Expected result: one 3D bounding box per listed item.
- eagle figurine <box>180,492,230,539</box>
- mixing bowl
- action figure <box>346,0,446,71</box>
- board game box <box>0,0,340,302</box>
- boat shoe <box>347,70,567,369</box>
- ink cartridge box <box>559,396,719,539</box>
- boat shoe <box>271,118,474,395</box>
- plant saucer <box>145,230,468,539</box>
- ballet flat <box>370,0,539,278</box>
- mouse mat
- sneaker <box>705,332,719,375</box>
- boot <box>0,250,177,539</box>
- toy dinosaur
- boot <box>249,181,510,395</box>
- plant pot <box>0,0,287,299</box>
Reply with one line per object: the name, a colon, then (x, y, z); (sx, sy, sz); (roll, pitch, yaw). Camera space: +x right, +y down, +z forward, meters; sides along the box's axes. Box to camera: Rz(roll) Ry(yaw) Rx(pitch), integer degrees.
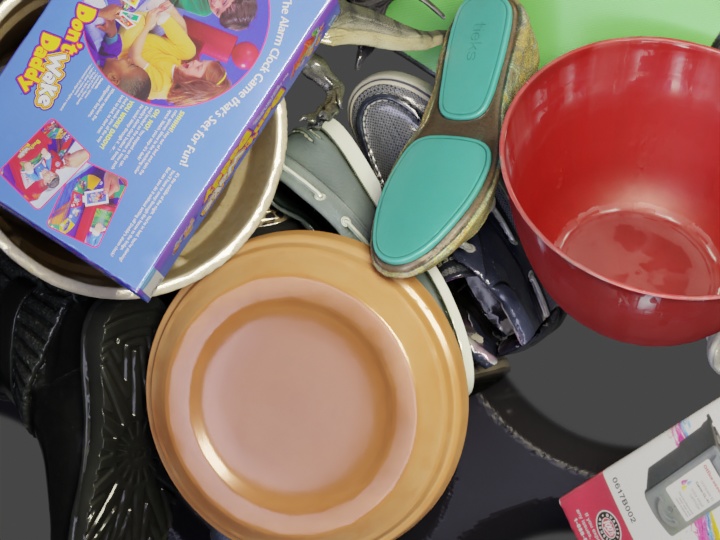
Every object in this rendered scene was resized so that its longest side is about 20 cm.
eagle figurine: (-0.047, 0.189, 1.702); (0.151, 0.151, 0.201); (16, 109, 48)
mixing bowl: (0.174, -0.029, 1.569); (0.200, 0.200, 0.109); (21, 141, 10)
action figure: (-0.048, -0.189, 1.619); (0.199, 0.102, 0.119); (10, 95, 17)
board game box: (-0.122, -0.103, 1.486); (0.134, 0.045, 0.200); (33, 85, 7)
boat shoe: (0.054, -0.031, 1.642); (0.075, 0.093, 0.200); (-37, 94, 23)
ink cartridge box: (0.234, 0.154, 1.598); (0.200, 0.085, 0.148); (-40, 71, 45)
boat shoe: (0.000, 0.000, 1.608); (0.200, 0.062, 0.073); (59, 156, 18)
plant saucer: (-0.036, 0.077, 1.572); (0.200, 0.037, 0.201); (2, 98, 15)
ballet flat: (0.063, -0.071, 1.585); (0.071, 0.071, 0.200); (16, 66, 7)
mouse mat: (0.117, -0.162, 1.629); (0.200, 0.008, 0.161); (33, 113, 4)
sneaker: (0.291, 0.012, 1.586); (0.200, 0.087, 0.075); (-37, 94, 23)
boot: (-0.192, 0.097, 1.669); (0.158, 0.079, 0.212); (11, 99, 40)
toy dinosaur: (-0.034, -0.135, 1.553); (0.047, 0.200, 0.088); (-14, 61, 57)
boot: (-0.011, 0.018, 1.674); (0.199, 0.073, 0.151); (-7, 71, -18)
plant pot: (-0.166, -0.083, 1.625); (0.200, 0.183, 0.201); (0, 90, -19)
